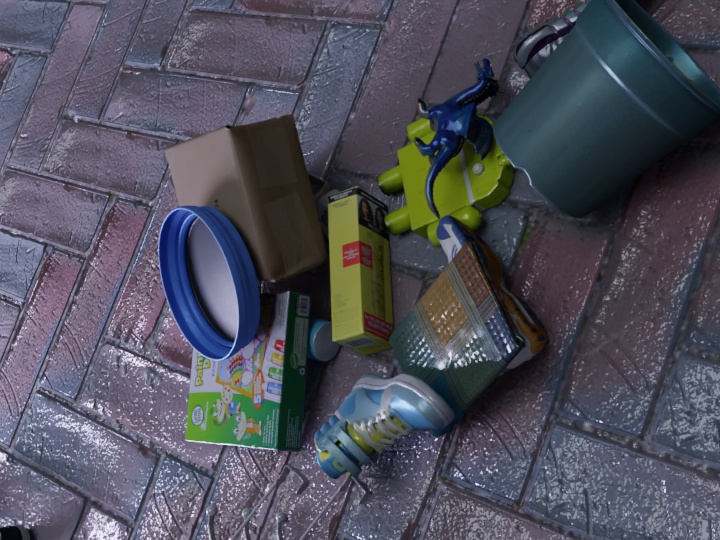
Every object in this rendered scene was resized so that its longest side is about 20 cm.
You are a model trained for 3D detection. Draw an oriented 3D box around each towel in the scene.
[{"bbox_3d":[0.106,0.082,1.230,0.200,0.022,0.147,-55,49,44],"label":"towel"}]

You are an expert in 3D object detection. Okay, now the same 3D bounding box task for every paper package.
[{"bbox_3d":[-0.152,-0.086,1.417,0.190,0.103,0.201,-7,98,53],"label":"paper package"}]

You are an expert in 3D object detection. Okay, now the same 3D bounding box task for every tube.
[{"bbox_3d":[-0.113,0.077,1.448,0.200,0.050,0.078,12,78,43],"label":"tube"}]

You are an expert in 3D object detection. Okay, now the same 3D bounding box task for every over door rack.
[{"bbox_3d":[-0.105,0.295,1.289,0.200,0.148,0.067,-43,58,16],"label":"over door rack"}]

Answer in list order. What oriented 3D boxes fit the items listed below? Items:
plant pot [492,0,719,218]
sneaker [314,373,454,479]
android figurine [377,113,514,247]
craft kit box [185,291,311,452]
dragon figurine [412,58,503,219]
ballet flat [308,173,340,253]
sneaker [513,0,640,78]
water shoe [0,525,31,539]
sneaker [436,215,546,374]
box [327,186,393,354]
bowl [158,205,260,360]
[{"bbox_3d":[0.262,-0.174,1.178,0.196,0.200,0.201,-45,51,24],"label":"plant pot"},{"bbox_3d":[0.020,0.186,1.225,0.131,0.080,0.200,-48,12,-20],"label":"sneaker"},{"bbox_3d":[0.112,-0.122,1.359,0.200,0.041,0.183,-24,59,30],"label":"android figurine"},{"bbox_3d":[-0.149,0.130,1.416,0.197,0.048,0.201,-6,77,48],"label":"craft kit box"},{"bbox_3d":[0.121,-0.166,1.300,0.099,0.059,0.201,-9,56,27],"label":"dragon figurine"},{"bbox_3d":[-0.063,-0.090,1.469,0.071,0.069,0.200,-41,50,-8],"label":"ballet flat"},{"bbox_3d":[0.285,-0.282,1.290,0.200,0.074,0.088,-33,87,16],"label":"sneaker"},{"bbox_3d":[-0.588,0.434,1.640,0.200,0.079,0.072,-35,55,22],"label":"water shoe"},{"bbox_3d":[0.128,0.029,1.254,0.088,0.075,0.200,-41,61,23],"label":"sneaker"},{"bbox_3d":[0.000,0.000,1.373,0.050,0.075,0.201,-16,62,31],"label":"box"},{"bbox_3d":[-0.192,0.014,1.378,0.200,0.039,0.201,27,125,46],"label":"bowl"}]
